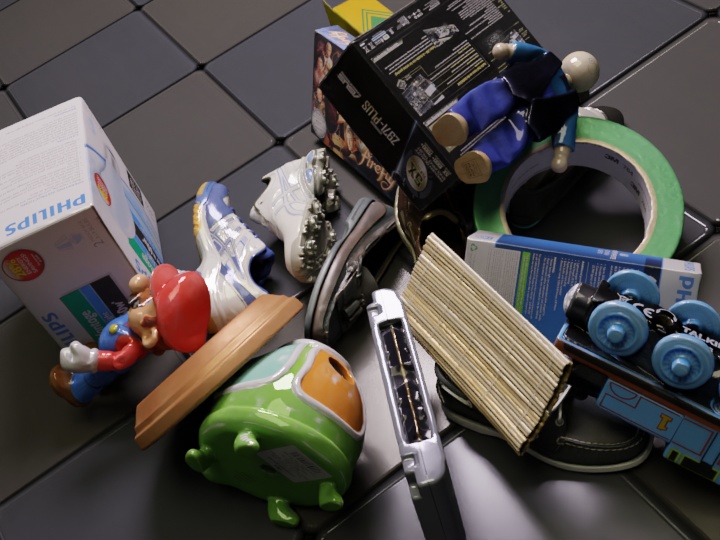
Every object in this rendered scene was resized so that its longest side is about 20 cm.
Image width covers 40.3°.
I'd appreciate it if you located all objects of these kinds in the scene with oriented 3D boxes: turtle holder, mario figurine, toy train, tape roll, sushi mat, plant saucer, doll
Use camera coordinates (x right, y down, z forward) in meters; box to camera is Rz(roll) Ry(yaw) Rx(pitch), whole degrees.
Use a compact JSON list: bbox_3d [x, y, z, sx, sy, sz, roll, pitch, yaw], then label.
[{"bbox_3d":[-0.070,0.144,0.880,0.140,0.186,0.132,24,55,-4],"label":"turtle holder"},{"bbox_3d":[-0.234,0.051,0.987,0.199,0.106,0.124,-34,42,27],"label":"mario figurine"},{"bbox_3d":[0.245,0.084,0.777,0.199,0.115,0.087,26,33,13],"label":"toy train"},{"bbox_3d":[0.209,-0.052,0.954,0.198,0.048,0.202,-3,66,7],"label":"tape roll"},{"bbox_3d":[0.097,0.058,0.838,0.012,0.096,0.200,4,30,-38],"label":"sushi mat"},{"bbox_3d":[-0.138,0.087,0.920,0.200,0.200,0.038,-42,92,-18],"label":"plant saucer"},{"bbox_3d":[0.159,-0.152,0.931,0.200,0.137,0.048,-37,7,-31],"label":"doll"}]

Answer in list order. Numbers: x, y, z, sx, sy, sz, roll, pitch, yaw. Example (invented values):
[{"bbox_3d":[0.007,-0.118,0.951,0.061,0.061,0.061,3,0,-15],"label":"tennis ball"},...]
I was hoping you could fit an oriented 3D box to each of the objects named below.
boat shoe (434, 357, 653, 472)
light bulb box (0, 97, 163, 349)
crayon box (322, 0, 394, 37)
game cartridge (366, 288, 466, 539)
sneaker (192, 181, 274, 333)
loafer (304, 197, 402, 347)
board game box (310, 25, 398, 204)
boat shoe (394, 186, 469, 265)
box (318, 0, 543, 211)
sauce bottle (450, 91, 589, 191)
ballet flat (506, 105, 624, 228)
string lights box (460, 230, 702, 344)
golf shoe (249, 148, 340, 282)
[{"bbox_3d":[0.153,0.119,0.854,0.198,0.061,0.076,8,53,27],"label":"boat shoe"},{"bbox_3d":[-0.310,-0.043,1.083,0.124,0.199,0.201,-23,46,1],"label":"light bulb box"},{"bbox_3d":[0.031,-0.253,1.196,0.051,0.128,0.200,-31,46,-11],"label":"crayon box"},{"bbox_3d":[0.047,0.130,0.833,0.040,0.134,0.201,-12,47,-1],"label":"game cartridge"},{"bbox_3d":[-0.138,-0.018,1.094,0.087,0.076,0.201,-10,54,0],"label":"sneaker"},{"bbox_3d":[0.000,0.000,1.019,0.062,0.072,0.201,12,49,14],"label":"loafer"},{"bbox_3d":[0.007,-0.182,1.133,0.034,0.137,0.200,-17,40,-28],"label":"board game box"},{"bbox_3d":[0.082,-0.039,0.998,0.074,0.075,0.204,-5,53,-11],"label":"boat shoe"},{"bbox_3d":[0.086,-0.188,0.987,0.164,0.086,0.200,49,57,-1],"label":"box"},{"bbox_3d":[0.167,-0.163,1.105,0.199,0.065,0.065,-33,46,-8],"label":"sauce bottle"},{"bbox_3d":[0.220,-0.129,1.051,0.068,0.069,0.200,24,60,36],"label":"ballet flat"},{"bbox_3d":[0.189,0.032,0.863,0.198,0.104,0.059,10,12,16],"label":"string lights box"},{"bbox_3d":[-0.077,-0.052,1.094,0.096,0.079,0.201,-12,37,12],"label":"golf shoe"}]
